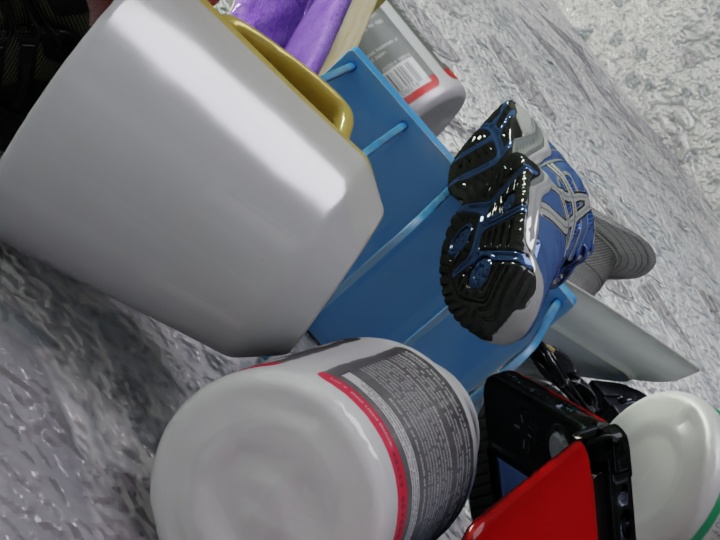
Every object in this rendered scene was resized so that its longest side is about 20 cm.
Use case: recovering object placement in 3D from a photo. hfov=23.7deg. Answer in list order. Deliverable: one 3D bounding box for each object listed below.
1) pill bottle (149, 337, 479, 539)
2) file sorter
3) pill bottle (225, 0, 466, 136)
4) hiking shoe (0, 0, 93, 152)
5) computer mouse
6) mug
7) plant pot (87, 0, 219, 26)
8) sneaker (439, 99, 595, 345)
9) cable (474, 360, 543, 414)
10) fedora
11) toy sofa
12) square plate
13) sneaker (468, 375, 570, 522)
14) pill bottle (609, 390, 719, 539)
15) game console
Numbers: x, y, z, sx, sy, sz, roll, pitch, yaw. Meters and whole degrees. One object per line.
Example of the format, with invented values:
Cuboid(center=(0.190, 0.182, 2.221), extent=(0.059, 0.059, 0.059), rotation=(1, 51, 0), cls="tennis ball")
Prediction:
Cuboid(center=(-0.008, 0.090, 0.804), extent=(0.111, 0.111, 0.200), rotation=(52, 17, 10), cls="pill bottle")
Cuboid(center=(0.000, 0.000, 0.980), extent=(0.200, 0.139, 0.123), rotation=(49, 21, -1), cls="file sorter")
Cuboid(center=(-0.019, -0.179, 1.350), extent=(0.200, 0.114, 0.114), rotation=(52, 17, 10), cls="pill bottle")
Cuboid(center=(-0.186, -0.121, 0.831), extent=(0.076, 0.101, 0.200), rotation=(56, 18, 24), cls="hiking shoe")
Cuboid(center=(0.157, 0.079, 1.098), extent=(0.200, 0.034, 0.059), rotation=(35, 22, -57), cls="computer mouse")
Cuboid(center=(-0.064, -0.052, 0.806), extent=(0.153, 0.187, 0.149), rotation=(35, -22, -2), cls="mug")
Cuboid(center=(-0.157, -0.243, 0.959), extent=(0.201, 0.200, 0.196), rotation=(-110, -173, -50), cls="plant pot")
Cuboid(center=(0.092, -0.021, 0.908), extent=(0.077, 0.076, 0.200), rotation=(37, 30, -14), cls="sneaker")
Cuboid(center=(0.149, 0.150, 1.138), extent=(0.200, 0.069, 0.200), rotation=(51, 17, 11), cls="cable")
Cuboid(center=(0.106, -0.005, 1.255), extent=(0.199, 0.091, 0.177), rotation=(28, -14, -6), cls="fedora")
Cuboid(center=(-0.045, -0.161, 1.186), extent=(0.097, 0.083, 0.200), rotation=(37, 41, -16), cls="toy sofa")
Cuboid(center=(0.093, 0.030, 1.149), extent=(0.198, 0.029, 0.199), rotation=(29, -16, -38), cls="square plate")
Cuboid(center=(0.097, 0.147, 0.950), extent=(0.089, 0.074, 0.201), rotation=(-119, -163, -75), cls="sneaker")
Cuboid(center=(0.232, 0.164, 1.023), extent=(0.200, 0.113, 0.113), rotation=(34, 22, -27), cls="pill bottle")
Cuboid(center=(0.068, 0.170, 0.801), extent=(0.172, 0.118, 0.201), rotation=(-152, -127, -63), cls="game console")
